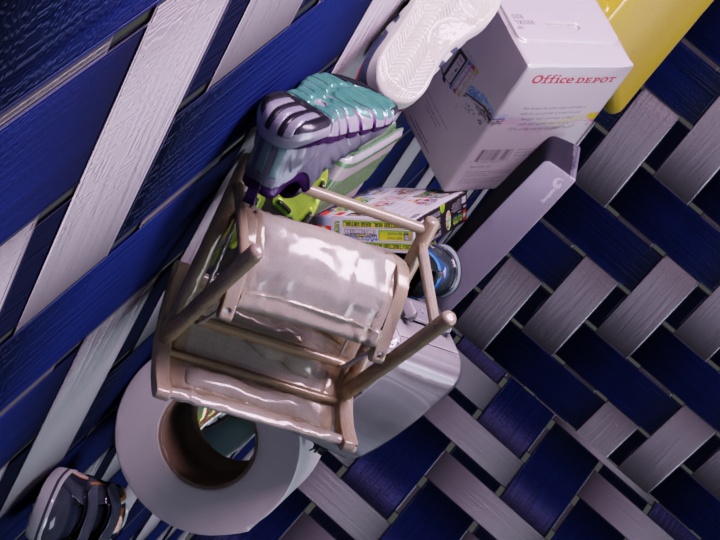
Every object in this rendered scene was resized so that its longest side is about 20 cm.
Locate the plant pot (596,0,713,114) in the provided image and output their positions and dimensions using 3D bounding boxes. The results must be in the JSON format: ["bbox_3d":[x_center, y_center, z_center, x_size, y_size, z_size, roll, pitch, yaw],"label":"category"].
[{"bbox_3d":[0.271,-0.334,1.928,0.200,0.200,0.176,-49,164,-3],"label":"plant pot"}]

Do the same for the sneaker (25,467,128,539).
[{"bbox_3d":[-0.288,0.249,1.777,0.200,0.079,0.079,9,102,-86],"label":"sneaker"}]

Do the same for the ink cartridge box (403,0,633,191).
[{"bbox_3d":[0.159,-0.204,1.810,0.146,0.145,0.200,-4,146,-34],"label":"ink cartridge box"}]

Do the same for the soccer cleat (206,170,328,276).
[{"bbox_3d":[-0.104,-0.035,1.607,0.201,0.064,0.084,-55,-156,8],"label":"soccer cleat"}]

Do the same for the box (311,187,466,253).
[{"bbox_3d":[0.033,-0.054,1.761,0.200,0.109,0.035,-31,122,-68],"label":"box"}]

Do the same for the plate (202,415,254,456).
[{"bbox_3d":[-0.154,0.143,2.046,0.200,0.026,0.201,-34,-149,24],"label":"plate"}]

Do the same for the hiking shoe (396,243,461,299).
[{"bbox_3d":[0.000,0.000,1.738,0.198,0.075,0.087,-8,177,21],"label":"hiking shoe"}]

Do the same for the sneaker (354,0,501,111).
[{"bbox_3d":[0.054,-0.215,1.576,0.200,0.075,0.084,-48,-170,-31],"label":"sneaker"}]

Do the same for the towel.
[{"bbox_3d":[-0.043,-0.064,1.765,0.200,0.023,0.152,-51,174,29],"label":"towel"}]

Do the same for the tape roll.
[{"bbox_3d":[-0.144,0.166,1.807,0.203,0.202,0.139,-51,175,11],"label":"tape roll"}]

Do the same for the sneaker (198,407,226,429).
[{"bbox_3d":[-0.192,0.143,1.939,0.200,0.078,0.090,-53,165,-10],"label":"sneaker"}]

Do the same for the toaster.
[{"bbox_3d":[-0.008,0.101,1.669,0.200,0.114,0.129,-37,145,18],"label":"toaster"}]

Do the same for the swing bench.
[{"bbox_3d":[-0.055,0.035,1.487,0.200,0.198,0.130,-53,-150,36],"label":"swing bench"}]

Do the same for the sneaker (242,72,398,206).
[{"bbox_3d":[-0.040,-0.109,1.426,0.200,0.074,0.088,-20,140,-60],"label":"sneaker"}]

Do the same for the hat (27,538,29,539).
[{"bbox_3d":[-0.322,0.362,1.718,0.176,0.164,0.202,8,87,-65],"label":"hat"}]

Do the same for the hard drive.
[{"bbox_3d":[0.148,-0.051,1.781,0.200,0.042,0.135,-47,-174,21],"label":"hard drive"}]
